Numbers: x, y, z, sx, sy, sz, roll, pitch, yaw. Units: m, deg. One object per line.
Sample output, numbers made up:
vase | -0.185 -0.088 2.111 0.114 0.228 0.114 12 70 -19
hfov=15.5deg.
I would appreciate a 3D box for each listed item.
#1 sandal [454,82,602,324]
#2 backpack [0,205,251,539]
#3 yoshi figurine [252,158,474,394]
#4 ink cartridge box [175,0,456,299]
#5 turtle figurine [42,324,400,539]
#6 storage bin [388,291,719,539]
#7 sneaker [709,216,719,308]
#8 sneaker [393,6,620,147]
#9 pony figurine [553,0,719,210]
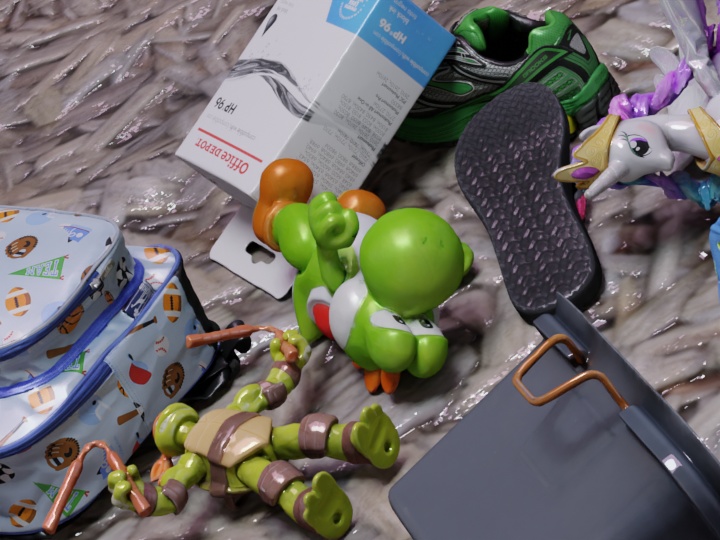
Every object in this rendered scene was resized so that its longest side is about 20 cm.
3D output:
sandal | 0.104 -0.035 1.586 0.075 0.045 0.201 -26 43 15
backpack | -0.200 0.060 1.584 0.199 0.154 0.191 2 51 38
yoshi figurine | 0.010 -0.012 1.557 0.112 0.112 0.200 -25 31 -9
ink cartridge box | -0.041 -0.093 1.695 0.201 0.068 0.116 -57 32 -3
turtle figurine | -0.068 0.106 1.474 0.161 0.065 0.200 12 38 39
storage bin | 0.100 0.117 1.252 0.134 0.146 0.200 -39 29 -1
sneaker | 0.203 0.029 1.323 0.075 0.105 0.200 -20 29 14
sneaker | 0.074 -0.136 1.720 0.199 0.085 0.078 -2 38 40
pony figurine | 0.214 -0.108 1.516 0.199 0.167 0.194 -3 42 12
